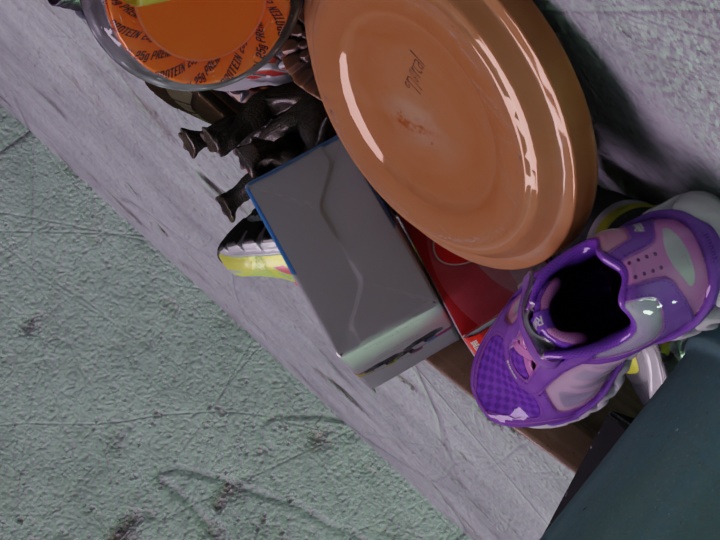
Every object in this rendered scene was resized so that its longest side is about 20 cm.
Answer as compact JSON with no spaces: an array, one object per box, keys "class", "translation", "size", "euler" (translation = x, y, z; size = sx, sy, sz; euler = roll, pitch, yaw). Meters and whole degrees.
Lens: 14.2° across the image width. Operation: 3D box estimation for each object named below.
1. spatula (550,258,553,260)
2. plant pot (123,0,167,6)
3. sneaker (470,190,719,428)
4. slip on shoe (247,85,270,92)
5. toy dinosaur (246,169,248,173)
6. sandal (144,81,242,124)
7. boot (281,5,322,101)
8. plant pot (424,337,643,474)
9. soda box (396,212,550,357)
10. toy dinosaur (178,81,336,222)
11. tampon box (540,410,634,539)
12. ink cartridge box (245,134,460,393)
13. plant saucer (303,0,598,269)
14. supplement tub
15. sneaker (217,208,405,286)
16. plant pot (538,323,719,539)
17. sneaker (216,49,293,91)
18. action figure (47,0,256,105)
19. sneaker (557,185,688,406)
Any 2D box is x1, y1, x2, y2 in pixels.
[{"class":"spatula","translation":[0.135,0.027,1.910],"size":[0.056,0.021,0.200],"euler":[24,160,32]},{"class":"plant pot","translation":[-0.092,-0.211,1.388],"size":[0.200,0.142,0.200],"euler":[43,173,7]},{"class":"sneaker","translation":[0.108,0.026,1.478],"size":[0.200,0.088,0.081],"euler":[-39,74,48]},{"class":"slip on shoe","translation":[-0.066,-0.150,1.873],"size":[0.200,0.061,0.074],"euler":[38,172,46]},{"class":"toy dinosaur","translation":[-0.009,-0.031,1.930],"size":[0.181,0.200,0.105],"euler":[10,179,-39]},{"class":"sandal","translation":[-0.077,-0.118,1.952],"size":[0.082,0.055,0.200],"euler":[23,-178,33]},{"class":"boot","translation":[0.058,-0.084,1.610],"size":[0.200,0.075,0.107],"euler":[36,-176,34]},{"class":"plant pot","translation":[0.137,0.070,1.806],"size":[0.201,0.093,0.201],"euler":[35,-178,-1]},{"class":"soda box","translation":[0.066,-0.017,1.664],"size":[0.070,0.063,0.200],"euler":[54,-174,-40]},{"class":"toy dinosaur","translation":[-0.042,-0.085,1.724],"size":[0.077,0.102,0.200],"euler":[55,159,9]},{"class":"tampon box","translation":[0.213,0.193,1.707],"size":[0.200,0.150,0.126],"euler":[20,-170,-43]},{"class":"ink cartridge box","translation":[0.000,0.000,1.698],"size":[0.115,0.068,0.200],"euler":[61,-179,10]},{"class":"plant saucer","translation":[0.039,-0.088,1.482],"size":[0.200,0.032,0.200],"euler":[35,144,31]},{"class":"supplement tub","translation":[-0.096,-0.168,1.575],"size":[0.123,0.123,0.200],"euler":[46,-175,-16]},{"class":"sneaker","translation":[0.002,-0.006,1.841],"size":[0.200,0.078,0.090],"euler":[-4,119,27]},{"class":"plant pot","translation":[0.201,0.133,1.496],"size":[0.200,0.196,0.200],"euler":[43,171,8]},{"class":"sneaker","translation":[-0.059,-0.154,1.764],"size":[0.077,0.082,0.200],"euler":[6,177,-45]},{"class":"action figure","translation":[-0.120,-0.169,2.037],"size":[0.200,0.069,0.130],"euler":[32,176,-41]},{"class":"sneaker","translation":[0.164,0.020,1.605],"size":[0.085,0.074,0.200],"euler":[44,166,48]}]
